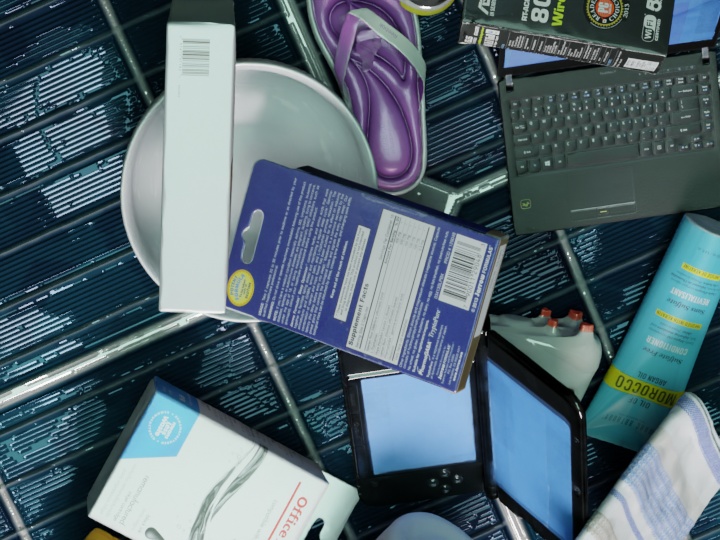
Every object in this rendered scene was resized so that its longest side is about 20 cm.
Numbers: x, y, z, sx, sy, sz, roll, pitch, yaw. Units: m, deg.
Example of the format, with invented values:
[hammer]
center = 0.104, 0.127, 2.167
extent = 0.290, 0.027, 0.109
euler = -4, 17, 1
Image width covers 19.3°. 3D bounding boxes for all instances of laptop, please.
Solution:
[laptop]
center = 0.199, -0.124, 1.619
extent = 0.176, 0.103, 0.201
euler = -8, 105, -1

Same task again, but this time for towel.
[towel]
center = 0.223, 0.202, 1.671
extent = 0.200, 0.024, 0.147
euler = -51, 146, -13

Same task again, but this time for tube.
[tube]
center = 0.245, 0.053, 1.702
extent = 0.077, 0.050, 0.201
euler = 20, 107, -1

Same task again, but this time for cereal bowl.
[cereal bowl]
center = -0.085, -0.067, 1.624
extent = 0.198, 0.083, 0.202
euler = -1, 105, -3

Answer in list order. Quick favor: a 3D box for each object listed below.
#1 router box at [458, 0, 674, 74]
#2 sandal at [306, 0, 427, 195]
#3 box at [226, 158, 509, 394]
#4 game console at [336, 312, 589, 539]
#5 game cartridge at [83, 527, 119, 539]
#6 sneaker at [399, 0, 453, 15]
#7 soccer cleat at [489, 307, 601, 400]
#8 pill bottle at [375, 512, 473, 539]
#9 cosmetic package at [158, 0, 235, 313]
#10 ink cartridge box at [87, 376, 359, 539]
[router box]
center = 0.157, -0.253, 1.518
extent = 0.149, 0.062, 0.202
euler = 9, 83, 1
[sandal]
center = 0.014, -0.156, 1.625
extent = 0.082, 0.050, 0.204
euler = -17, 103, -2
[box]
center = 0.000, 0.000, 1.564
extent = 0.199, 0.032, 0.122
euler = 20, 103, 16
[game console]
center = 0.080, 0.140, 1.633
extent = 0.175, 0.117, 0.201
euler = -8, 134, -1
[game cartridge]
center = -0.147, 0.317, 1.693
extent = 0.199, 0.032, 0.177
euler = 25, 121, 13
[sneaker]
center = 0.066, -0.290, 1.570
extent = 0.074, 0.085, 0.202
euler = 4, 95, -5
[soccer cleat]
center = 0.094, 0.065, 1.681
extent = 0.198, 0.069, 0.078
euler = 8, 107, -9
[pill bottle]
center = 0.013, 0.295, 1.689
extent = 0.114, 0.115, 0.200
euler = 35, 120, -11
[cosmetic package]
center = -0.115, -0.085, 1.498
extent = 0.051, 0.151, 0.202
euler = 1, 104, -6
[ink cartridge box]
center = -0.105, 0.185, 1.688
extent = 0.199, 0.067, 0.116
euler = 29, 91, -10
